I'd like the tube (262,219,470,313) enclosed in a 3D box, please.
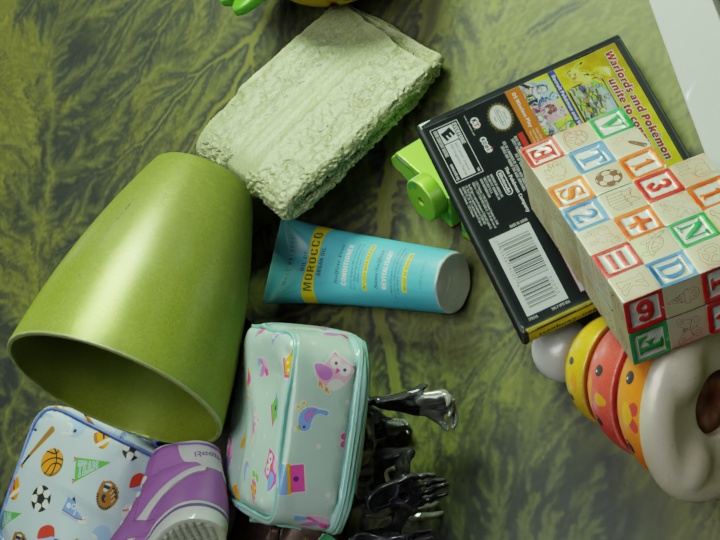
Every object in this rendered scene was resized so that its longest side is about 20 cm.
[{"bbox_3d":[0.000,0.000,1.454,0.198,0.050,0.078,7,75,38],"label":"tube"}]

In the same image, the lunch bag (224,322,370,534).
[{"bbox_3d":[-0.051,0.124,1.336,0.200,0.076,0.163,178,97,-76],"label":"lunch bag"}]

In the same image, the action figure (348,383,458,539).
[{"bbox_3d":[0.026,0.154,1.367,0.200,0.101,0.120,-111,25,-65],"label":"action figure"}]

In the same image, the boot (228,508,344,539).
[{"bbox_3d":[-0.112,0.272,1.440,0.198,0.072,0.169,10,90,22],"label":"boot"}]

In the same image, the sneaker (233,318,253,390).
[{"bbox_3d":[-0.123,0.063,1.496,0.198,0.075,0.080,9,82,33],"label":"sneaker"}]

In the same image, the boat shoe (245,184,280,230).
[{"bbox_3d":[-0.132,-0.061,1.534,0.199,0.073,0.064,-28,59,21],"label":"boat shoe"}]

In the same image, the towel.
[{"bbox_3d":[-0.035,-0.141,1.475,0.200,0.037,0.148,-45,52,-11],"label":"towel"}]

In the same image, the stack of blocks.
[{"bbox_3d":[0.203,-0.034,1.217,0.114,0.059,0.201,-21,39,-5],"label":"stack of blocks"}]

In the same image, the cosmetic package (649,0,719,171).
[{"bbox_3d":[0.278,-0.124,1.279,0.050,0.082,0.202,-26,67,25],"label":"cosmetic package"}]

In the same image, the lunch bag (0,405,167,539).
[{"bbox_3d":[-0.226,0.210,1.530,0.198,0.075,0.162,20,88,35],"label":"lunch bag"}]

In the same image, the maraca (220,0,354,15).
[{"bbox_3d":[-0.039,-0.284,1.497,0.198,0.107,0.138,-18,34,30],"label":"maraca"}]

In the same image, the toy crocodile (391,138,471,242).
[{"bbox_3d":[0.099,-0.046,1.392,0.067,0.062,0.200,-35,52,-23],"label":"toy crocodile"}]

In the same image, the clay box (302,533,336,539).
[{"bbox_3d":[-0.046,0.305,1.354,0.115,0.048,0.200,39,102,-5],"label":"clay box"}]

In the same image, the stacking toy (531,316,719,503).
[{"bbox_3d":[0.201,0.080,1.277,0.199,0.145,0.148,14,87,52],"label":"stacking toy"}]

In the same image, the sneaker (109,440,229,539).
[{"bbox_3d":[-0.174,0.218,1.426,0.200,0.072,0.115,-40,36,29],"label":"sneaker"}]

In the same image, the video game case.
[{"bbox_3d":[0.165,-0.066,1.328,0.179,0.026,0.202,-24,65,-3],"label":"video game case"}]

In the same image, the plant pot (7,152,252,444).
[{"bbox_3d":[-0.165,0.011,1.408,0.185,0.187,0.202,5,62,33],"label":"plant pot"}]
